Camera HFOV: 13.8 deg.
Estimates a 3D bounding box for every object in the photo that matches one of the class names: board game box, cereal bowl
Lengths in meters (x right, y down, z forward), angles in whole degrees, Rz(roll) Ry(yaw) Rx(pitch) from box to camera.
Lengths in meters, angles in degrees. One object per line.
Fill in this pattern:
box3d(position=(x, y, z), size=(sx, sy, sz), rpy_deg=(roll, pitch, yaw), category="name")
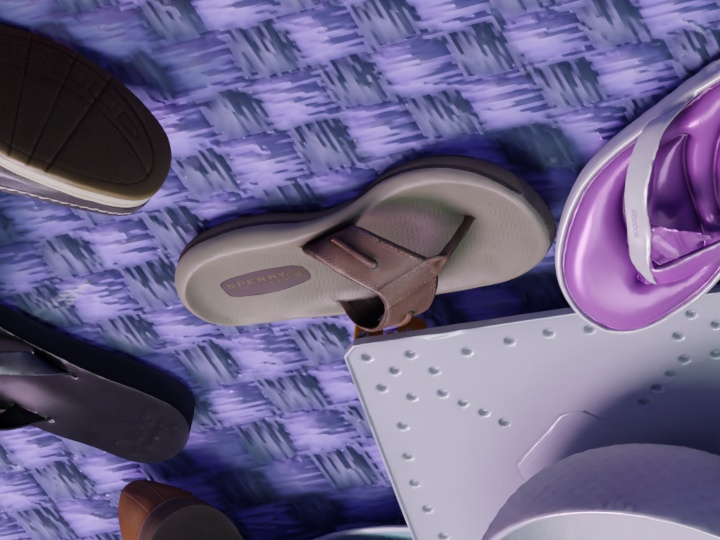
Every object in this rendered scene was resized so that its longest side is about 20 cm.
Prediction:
box3d(position=(0.113, 0.086, 1.470), size=(0.200, 0.026, 0.200), rpy_deg=(-9, 131, 13), category="board game box")
box3d(position=(0.157, 0.152, 1.438), size=(0.200, 0.083, 0.200), rpy_deg=(14, 140, 13), category="cereal bowl")

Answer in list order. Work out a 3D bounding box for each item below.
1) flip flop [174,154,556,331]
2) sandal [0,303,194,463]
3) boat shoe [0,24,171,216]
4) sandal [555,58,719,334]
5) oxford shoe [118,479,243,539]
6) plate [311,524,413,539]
box3d(position=(0.000, 0.000, 1.396), size=(0.200, 0.058, 0.081), rpy_deg=(-12, 133, 24), category="flip flop")
box3d(position=(-0.182, 0.055, 1.507), size=(0.200, 0.043, 0.076), rpy_deg=(16, 138, -6), category="sandal")
box3d(position=(-0.185, -0.073, 1.353), size=(0.201, 0.072, 0.066), rpy_deg=(22, 143, -5), category="boat shoe")
box3d(position=(0.149, -0.038, 1.314), size=(0.082, 0.050, 0.203), rpy_deg=(31, 127, -8), category="sandal")
box3d(position=(-0.076, 0.190, 1.601), size=(0.071, 0.071, 0.200), rpy_deg=(-31, 122, -18), category="oxford shoe")
box3d(position=(0.040, 0.194, 1.624), size=(0.200, 0.026, 0.200), rpy_deg=(7, 138, 6), category="plate")
